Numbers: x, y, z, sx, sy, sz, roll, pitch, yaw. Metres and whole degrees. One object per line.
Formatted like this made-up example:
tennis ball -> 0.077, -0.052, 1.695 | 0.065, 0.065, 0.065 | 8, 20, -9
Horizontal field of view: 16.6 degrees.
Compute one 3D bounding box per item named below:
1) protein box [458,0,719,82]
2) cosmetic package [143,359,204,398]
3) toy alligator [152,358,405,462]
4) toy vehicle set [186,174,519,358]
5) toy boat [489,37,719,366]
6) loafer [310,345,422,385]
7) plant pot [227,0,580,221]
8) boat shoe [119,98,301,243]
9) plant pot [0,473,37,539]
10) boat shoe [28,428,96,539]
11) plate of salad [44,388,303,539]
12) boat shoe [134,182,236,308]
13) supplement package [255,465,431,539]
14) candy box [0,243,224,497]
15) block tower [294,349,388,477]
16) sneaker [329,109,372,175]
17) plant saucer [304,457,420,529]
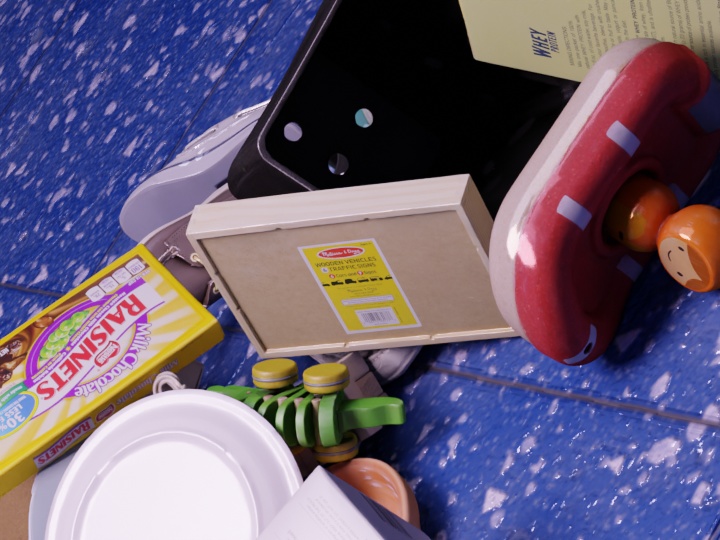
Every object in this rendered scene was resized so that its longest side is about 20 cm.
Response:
protein box -> 0.168, -0.222, 1.520 | 0.199, 0.199, 0.135 | 14, 61, 22
cosmetic package -> -0.192, 0.093, 1.839 | 0.088, 0.103, 0.200 | -69, 14, -7
toy alligator -> -0.066, 0.093, 1.610 | 0.199, 0.060, 0.054 | 3, 17, 30
toy vehicle set -> 0.000, 0.000, 1.604 | 0.199, 0.125, 0.027 | -5, 44, 25
toy boat -> 0.171, -0.029, 1.472 | 0.130, 0.130, 0.201 | 33, 89, 32
loafer -> -0.019, 0.034, 1.733 | 0.070, 0.070, 0.200 | -57, 26, -11
plant pot -> 0.018, -0.090, 1.714 | 0.201, 0.199, 0.177 | -62, 16, -21
boat shoe -> -0.115, -0.084, 2.059 | 0.199, 0.074, 0.066 | -25, 30, 27
plant pot -> -0.236, 0.205, 1.767 | 0.200, 0.201, 0.027 | -37, -4, 27
boat shoe -> -0.194, 0.206, 1.672 | 0.091, 0.070, 0.201 | 97, -179, -61
plate of salad -> -0.116, 0.177, 1.588 | 0.199, 0.048, 0.202 | -7, 74, 26
boat shoe -> -0.115, -0.013, 1.911 | 0.059, 0.072, 0.200 | -5, 28, 47
supplement package -> -0.027, 0.237, 1.390 | 0.200, 0.121, 0.120 | -49, 47, 3
candy box -> -0.201, 0.069, 1.695 | 0.200, 0.026, 0.102 | -36, 54, -16
block tower -> -0.062, 0.124, 1.685 | 0.200, 0.054, 0.058 | -33, 0, 35
sneaker -> -0.011, -0.129, 1.931 | 0.080, 0.071, 0.200 | -41, 29, 12
plant saucer -> -0.030, 0.213, 1.559 | 0.200, 0.037, 0.201 | -39, 28, 26
